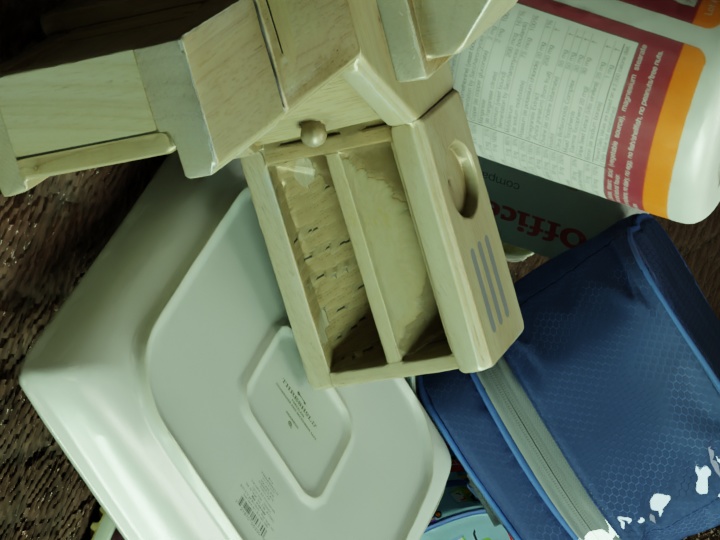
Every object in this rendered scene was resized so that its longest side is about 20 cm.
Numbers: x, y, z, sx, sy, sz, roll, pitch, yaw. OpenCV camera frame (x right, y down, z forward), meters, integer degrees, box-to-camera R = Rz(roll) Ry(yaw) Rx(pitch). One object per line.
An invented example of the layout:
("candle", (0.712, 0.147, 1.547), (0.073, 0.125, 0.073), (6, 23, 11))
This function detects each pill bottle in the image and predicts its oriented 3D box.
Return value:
("pill bottle", (0.066, -0.100, 1.041), (0.110, 0.200, 0.110), (20, 90, -76))

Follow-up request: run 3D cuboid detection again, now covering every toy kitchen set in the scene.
("toy kitchen set", (0.006, -0.028, 0.855), (0.200, 0.163, 0.181), (-44, 121, -60))

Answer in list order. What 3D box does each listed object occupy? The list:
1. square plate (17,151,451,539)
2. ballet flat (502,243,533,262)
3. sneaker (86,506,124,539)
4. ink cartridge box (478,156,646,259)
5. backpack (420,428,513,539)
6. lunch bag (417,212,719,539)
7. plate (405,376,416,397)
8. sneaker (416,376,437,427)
("square plate", (-0.033, 0.059, 0.967), (0.200, 0.028, 0.198), (57, 32, -20))
("ballet flat", (0.077, -0.032, 1.450), (0.200, 0.069, 0.070), (22, 88, -76))
("sneaker", (-0.081, 0.164, 1.064), (0.075, 0.090, 0.200), (53, 58, -73))
("ink cartridge box", (0.084, -0.114, 1.204), (0.083, 0.145, 0.200), (-52, 157, -50))
("backpack", (0.049, 0.187, 1.230), (0.135, 0.182, 0.200), (-144, -147, -68))
("lunch bag", (0.106, 0.064, 1.140), (0.132, 0.136, 0.200), (-32, 177, 11))
("plate", (0.000, 0.000, 1.150), (0.200, 0.025, 0.201), (174, -90, -86))
("sneaker", (0.023, 0.084, 1.386), (0.071, 0.073, 0.200), (55, 55, -69))
